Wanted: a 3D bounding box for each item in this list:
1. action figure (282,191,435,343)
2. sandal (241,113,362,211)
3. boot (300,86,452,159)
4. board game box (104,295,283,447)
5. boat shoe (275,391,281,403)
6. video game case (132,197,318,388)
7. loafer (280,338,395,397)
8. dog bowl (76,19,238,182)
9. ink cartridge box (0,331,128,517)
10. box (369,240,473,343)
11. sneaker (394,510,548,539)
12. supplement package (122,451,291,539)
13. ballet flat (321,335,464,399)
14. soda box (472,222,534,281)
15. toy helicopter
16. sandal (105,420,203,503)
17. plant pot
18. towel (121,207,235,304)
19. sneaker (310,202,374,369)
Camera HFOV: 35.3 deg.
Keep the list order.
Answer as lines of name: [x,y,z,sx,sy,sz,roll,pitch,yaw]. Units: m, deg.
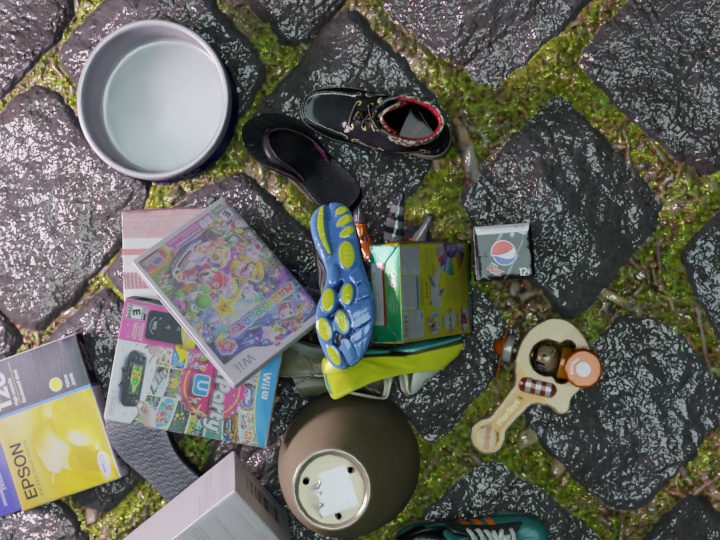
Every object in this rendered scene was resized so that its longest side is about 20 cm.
action figure: [0.000,0.000,1.404,0.198,0.104,0.196,16,73,-19]
sandal: [-0.075,-0.146,1.429,0.200,0.048,0.075,38,79,26]
boot: [0.016,-0.192,1.395,0.201,0.154,0.074,15,91,5]
board game box: [-0.197,0.122,1.373,0.197,0.064,0.150,10,89,-4]
boat shoe: [-0.199,0.136,1.458,0.199,0.071,0.063,32,95,0]
video game case: [-0.157,0.023,1.351,0.143,0.018,0.200,-37,75,-21]
loafer: [-0.053,0.128,1.442,0.197,0.075,0.071,14,90,12]
dog bowl: [-0.259,-0.215,1.459,0.197,0.079,0.203,0,89,5]
ink cartridge box: [-0.430,0.207,1.490,0.198,0.047,0.200,-20,89,2]
box: [0.082,0.023,1.380,0.048,0.199,0.119,-1,90,34]
sneaker: [0.139,0.346,1.416,0.197,0.080,0.072,-6,89,5]
supplement package: [-0.199,0.348,1.416,0.199,0.117,0.117,-38,107,4]
ballet flat: [0.041,0.121,1.379,0.198,0.067,0.068,-5,92,-31]
soda box: [0.169,-0.020,1.356,0.070,0.200,0.064,-4,90,5]
toy helicopter: [0.201,0.142,1.416,0.132,0.079,0.201,40,97,5]
sandal: [-0.265,0.239,1.477,0.076,0.043,0.201,-32,98,3]
plant pot: [-0.022,0.247,1.373,0.185,0.200,0.190,0,89,5]
towel: [-0.225,0.023,1.414,0.142,0.023,0.203,-1,90,-2]
sneaker: [-0.017,0.020,1.327,0.070,0.083,0.202,-11,65,8]
